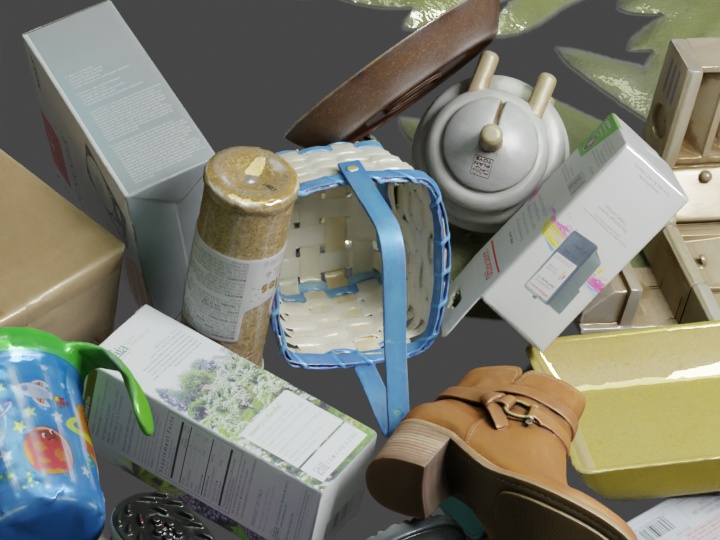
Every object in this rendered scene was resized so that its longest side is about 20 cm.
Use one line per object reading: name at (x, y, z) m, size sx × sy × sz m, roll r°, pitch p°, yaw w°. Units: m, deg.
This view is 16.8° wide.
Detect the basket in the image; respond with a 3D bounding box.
basket at (0.000, 0.000, 1.776) m, size 0.139 × 0.177 × 0.200 m, roll -6°, pitch 34°, yaw -10°

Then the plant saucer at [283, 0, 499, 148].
plant saucer at (0.031, -0.146, 1.870) m, size 0.200 × 0.200 × 0.035 m, roll -33°, pitch 88°, yaw -41°

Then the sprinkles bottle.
sprinkles bottle at (-0.091, 0.009, 1.718) m, size 0.068 × 0.200 × 0.068 m, roll 8°, pitch 40°, yaw -6°

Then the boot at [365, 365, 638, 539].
boot at (0.119, 0.133, 1.640) m, size 0.199 × 0.077 × 0.155 m, roll 14°, pitch 30°, yaw 26°

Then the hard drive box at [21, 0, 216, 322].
hard drive box at (-0.169, -0.077, 1.826) m, size 0.077 × 0.156 × 0.200 m, roll -23°, pitch 49°, yaw -14°

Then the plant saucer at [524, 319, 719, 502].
plant saucer at (0.233, 0.106, 1.769) m, size 0.199 × 0.049 × 0.200 m, roll -6°, pitch 25°, yaw -5°

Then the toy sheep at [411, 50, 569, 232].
toy sheep at (0.103, -0.096, 1.931) m, size 0.137 × 0.200 × 0.138 m, roll -1°, pitch 81°, yaw 8°

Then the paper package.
paper package at (-0.299, 0.005, 1.743) m, size 0.200 × 0.104 × 0.190 m, roll 36°, pitch 46°, yaw 24°

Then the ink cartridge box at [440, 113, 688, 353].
ink cartridge box at (0.149, -0.015, 1.838) m, size 0.067 × 0.200 × 0.117 m, roll 41°, pitch 12°, yaw -10°

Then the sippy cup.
sippy cup at (-0.230, 0.129, 1.597) m, size 0.139 × 0.178 × 0.131 m, roll 13°, pitch 39°, yaw -42°

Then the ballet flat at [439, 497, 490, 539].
ballet flat at (0.107, 0.182, 1.677) m, size 0.068 × 0.068 × 0.200 m, roll 3°, pitch 40°, yaw -29°

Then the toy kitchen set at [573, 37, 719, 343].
toy kitchen set at (0.250, -0.049, 1.899) m, size 0.163 × 0.181 × 0.200 m, roll -3°, pitch 42°, yaw -17°

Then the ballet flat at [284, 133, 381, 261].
ballet flat at (-0.051, -0.059, 1.915) m, size 0.072 × 0.072 × 0.200 m, roll 35°, pitch 44°, yaw 24°

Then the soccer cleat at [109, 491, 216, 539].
soccer cleat at (-0.091, 0.226, 1.561) m, size 0.068 × 0.073 × 0.200 m, roll -26°, pitch 53°, yaw -35°

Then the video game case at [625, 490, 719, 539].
video game case at (0.281, 0.222, 1.691) m, size 0.200 × 0.046 × 0.181 m, roll -24°, pitch 50°, yaw -36°

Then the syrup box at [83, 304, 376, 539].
syrup box at (-0.097, 0.114, 1.687) m, size 0.200 × 0.082 × 0.079 m, roll 27°, pitch 39°, yaw 17°

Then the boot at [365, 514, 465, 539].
boot at (0.045, 0.260, 1.559) m, size 0.164 × 0.066 × 0.200 m, roll -24°, pitch 45°, yaw -21°
